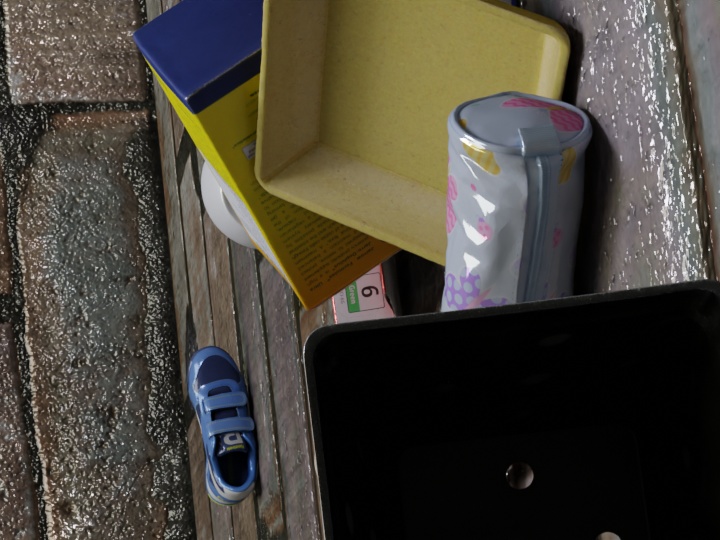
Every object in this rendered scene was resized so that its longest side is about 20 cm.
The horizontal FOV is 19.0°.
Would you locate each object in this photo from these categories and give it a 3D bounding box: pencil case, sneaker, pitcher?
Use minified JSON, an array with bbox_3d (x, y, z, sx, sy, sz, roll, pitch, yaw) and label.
[{"bbox_3d":[0.085,-0.001,1.232,0.091,0.083,0.201,-86,-2,-64],"label":"pencil case"},{"bbox_3d":[-0.165,0.191,2.664,0.082,0.074,0.201,160,99,-77],"label":"sneaker"},{"bbox_3d":[-0.079,-0.062,2.046,0.200,0.121,0.172,-98,-16,-83],"label":"pitcher"}]

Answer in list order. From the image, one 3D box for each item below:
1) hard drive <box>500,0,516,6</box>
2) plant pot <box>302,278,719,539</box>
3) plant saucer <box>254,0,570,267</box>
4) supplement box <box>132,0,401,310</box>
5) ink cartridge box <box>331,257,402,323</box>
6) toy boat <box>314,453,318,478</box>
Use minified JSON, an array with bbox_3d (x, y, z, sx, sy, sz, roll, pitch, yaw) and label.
[{"bbox_3d":[0.064,-0.199,1.428,0.200,0.025,0.133,-172,78,-79],"label":"hard drive"},{"bbox_3d":[0.086,0.129,1.043,0.177,0.199,0.201,75,-172,-78],"label":"plant pot"},{"bbox_3d":[0.035,-0.105,1.313,0.048,0.199,0.201,-48,-27,-44],"label":"plant saucer"},{"bbox_3d":[-0.050,-0.093,1.453,0.109,0.109,0.200,49,170,51],"label":"supplement box"},{"bbox_3d":[0.000,0.000,1.657,0.200,0.050,0.110,71,-169,-72],"label":"ink cartridge box"},{"bbox_3d":[0.056,0.139,1.416,0.131,0.130,0.200,-58,25,20],"label":"toy boat"}]
